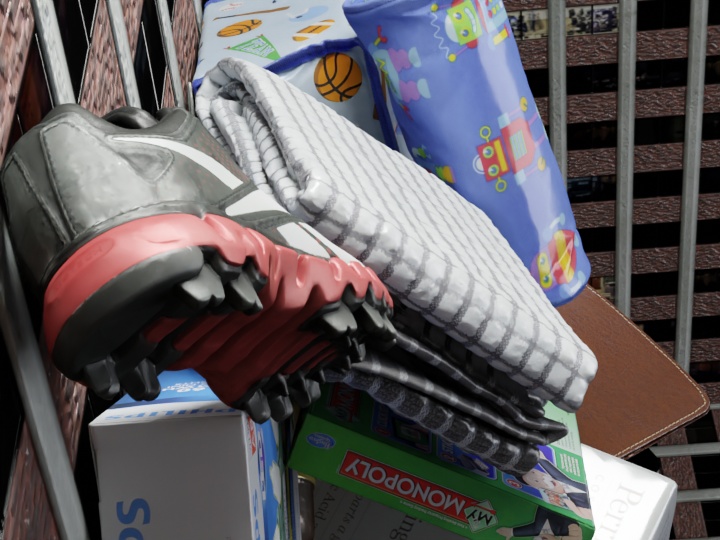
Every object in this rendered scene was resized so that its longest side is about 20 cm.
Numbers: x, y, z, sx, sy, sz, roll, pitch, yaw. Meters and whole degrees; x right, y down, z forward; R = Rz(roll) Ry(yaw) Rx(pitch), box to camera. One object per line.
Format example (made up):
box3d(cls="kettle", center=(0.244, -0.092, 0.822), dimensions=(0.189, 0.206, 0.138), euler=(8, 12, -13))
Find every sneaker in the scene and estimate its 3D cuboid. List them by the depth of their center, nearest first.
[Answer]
box3d(cls="sneaker", center=(-0.052, -0.005, 0.591), dimensions=(0.098, 0.071, 0.200), euler=(56, 14, 20))

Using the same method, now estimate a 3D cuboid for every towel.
box3d(cls="towel", center=(0.000, 0.000, 0.783), dimensions=(0.086, 0.165, 0.200), euler=(-53, -153, 12))

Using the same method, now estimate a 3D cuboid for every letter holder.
box3d(cls="letter holder", center=(0.106, 0.080, 1.149), dimensions=(0.200, 0.142, 0.101), euler=(42, -40, 31))

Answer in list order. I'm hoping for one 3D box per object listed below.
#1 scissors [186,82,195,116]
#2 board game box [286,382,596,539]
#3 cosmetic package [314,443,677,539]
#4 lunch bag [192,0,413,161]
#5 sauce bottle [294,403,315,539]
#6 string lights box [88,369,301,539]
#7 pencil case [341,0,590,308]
box3d(cls="scissors", center=(-0.082, 0.002, 0.947), dimensions=(0.073, 0.014, 0.201), euler=(-82, 168, -81))
box3d(cls="board game box", center=(0.039, 0.070, 0.850), dimensions=(0.200, 0.134, 0.029), euler=(-77, -171, -74))
box3d(cls="cosmetic package", center=(0.049, 0.181, 0.973), dimensions=(0.165, 0.199, 0.165), euler=(-61, 160, -29))
box3d(cls="lunch bag", center=(-0.015, -0.057, 1.036), dimensions=(0.170, 0.123, 0.201), euler=(-89, 164, -67))
box3d(cls="sauce bottle", center=(-0.054, 0.099, 0.871), dimensions=(0.065, 0.064, 0.201), euler=(80, 8, -68))
box3d(cls="string lights box", center=(-0.062, 0.095, 0.726), dimensions=(0.200, 0.059, 0.103), euler=(-66, 153, -85))
box3d(cls="pencil case", center=(0.055, -0.068, 0.922), dimensions=(0.087, 0.078, 0.201), euler=(19, -46, 59))
